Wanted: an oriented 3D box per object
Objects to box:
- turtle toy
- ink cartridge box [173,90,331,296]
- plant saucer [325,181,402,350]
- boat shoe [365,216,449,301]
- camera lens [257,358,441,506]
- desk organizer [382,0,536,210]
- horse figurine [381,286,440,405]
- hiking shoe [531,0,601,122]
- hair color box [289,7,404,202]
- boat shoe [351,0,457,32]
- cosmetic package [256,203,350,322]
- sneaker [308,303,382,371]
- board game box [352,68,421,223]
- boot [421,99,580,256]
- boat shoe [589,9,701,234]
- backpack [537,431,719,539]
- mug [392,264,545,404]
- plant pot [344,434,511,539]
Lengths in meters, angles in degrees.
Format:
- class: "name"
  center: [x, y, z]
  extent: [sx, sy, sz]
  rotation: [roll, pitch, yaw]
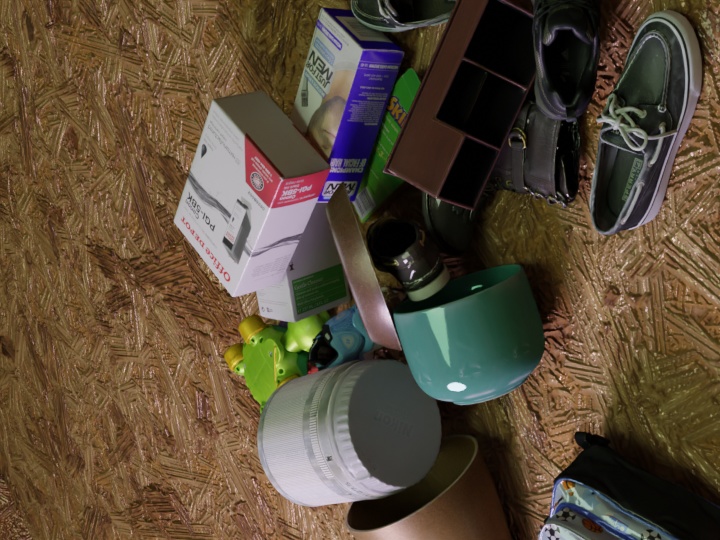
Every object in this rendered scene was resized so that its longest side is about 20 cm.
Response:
- class: "turtle toy"
  center: [-0.105, 0.125, 1.370]
  extent: [0.147, 0.100, 0.201]
  rotation: [55, 139, 20]
- class: "ink cartridge box"
  center: [-0.137, -0.091, 1.170]
  extent: [0.147, 0.082, 0.201]
  rotation: [48, 133, 23]
- class: "plant saucer"
  center: [0.000, 0.000, 1.091]
  extent: [0.200, 0.034, 0.203]
  rotation: [159, 91, -90]
- class: "boat shoe"
  center: [0.045, -0.031, 1.096]
  extent: [0.061, 0.071, 0.201]
  rotation: [56, 177, -23]
- class: "camera lens"
  center: [-0.019, 0.197, 1.160]
  extent: [0.199, 0.159, 0.162]
  rotation: [-23, 87, 49]
- class: "desk organizer"
  center: [0.108, -0.169, 0.944]
  extent: [0.077, 0.071, 0.202]
  rotation: [33, 104, 40]
- class: "horse figurine"
  center: [0.066, 0.090, 1.186]
  extent: [0.132, 0.049, 0.203]
  rotation: [-14, 91, 59]
- class: "hiking shoe"
  center: [0.186, -0.233, 0.845]
  extent: [0.101, 0.074, 0.203]
  rotation: [-77, -20, -78]
- class: "hair color box"
  center: [-0.027, -0.194, 1.144]
  extent: [0.110, 0.064, 0.202]
  rotation: [51, 135, 41]
- class: "boat shoe"
  center: [0.051, -0.295, 1.023]
  extent: [0.198, 0.070, 0.073]
  rotation: [10, 105, 46]
- class: "cosmetic package"
  center: [-0.090, -0.046, 1.278]
  extent: [0.084, 0.107, 0.203]
  rotation: [7, 111, 48]
- class: "sneaker"
  center: [-0.031, 0.099, 1.249]
  extent: [0.201, 0.089, 0.079]
  rotation: [105, 146, -62]
- class: "board game box"
  center: [0.036, -0.146, 1.143]
  extent: [0.200, 0.030, 0.097]
  rotation: [-44, 68, 53]
- class: "boot"
  center: [0.148, -0.093, 0.992]
  extent: [0.173, 0.069, 0.203]
  rotation: [23, 120, 45]
- class: "boat shoe"
  center: [0.244, -0.128, 0.857]
  extent: [0.073, 0.067, 0.202]
  rotation: [36, 130, 36]
- class: "backpack"
  center: [0.262, 0.298, 0.955]
  extent: [0.199, 0.153, 0.193]
  rotation: [30, 137, 37]
- class: "mug"
  center: [0.120, 0.072, 1.042]
  extent: [0.185, 0.150, 0.116]
  rotation: [-89, -21, -85]
- class: "plant pot"
  center: [0.108, 0.334, 1.149]
  extent: [0.185, 0.186, 0.202]
  rotation: [-22, 101, 52]
